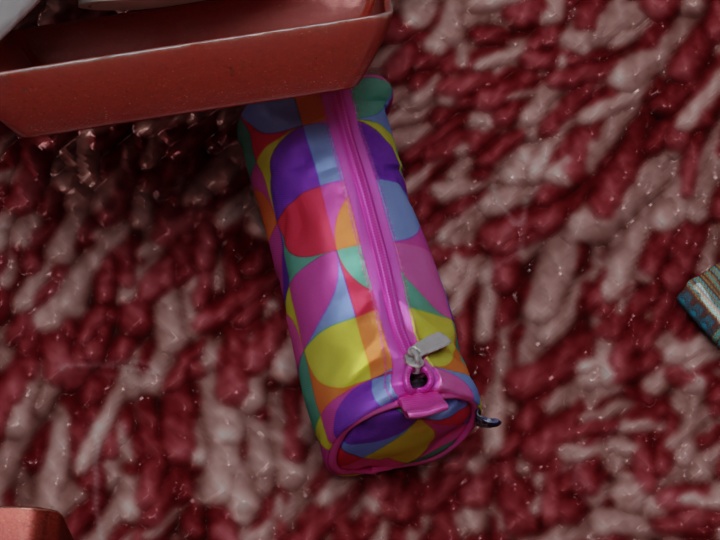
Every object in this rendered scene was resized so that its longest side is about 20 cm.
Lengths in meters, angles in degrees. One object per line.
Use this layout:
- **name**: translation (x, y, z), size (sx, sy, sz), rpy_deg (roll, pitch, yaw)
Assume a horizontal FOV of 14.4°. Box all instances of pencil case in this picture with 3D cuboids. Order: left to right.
- **pencil case**: translation (0.000, 0.000, 1.362), size (0.088, 0.089, 0.201), rpy_deg (-14, 62, -7)

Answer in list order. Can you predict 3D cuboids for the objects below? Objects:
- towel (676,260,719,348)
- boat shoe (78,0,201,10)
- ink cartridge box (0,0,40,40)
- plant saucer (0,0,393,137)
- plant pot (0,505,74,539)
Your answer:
- **towel**: translation (0.270, 0.041, 1.374), size (0.146, 0.022, 0.200), rpy_deg (-35, 67, -18)
- **boat shoe**: translation (-0.051, -0.174, 1.442), size (0.199, 0.075, 0.062), rpy_deg (-14, 99, -13)
- **ink cartridge box**: translation (-0.170, -0.197, 1.422), size (0.200, 0.146, 0.084), rpy_deg (-48, 110, -22)
- **plant saucer**: translation (-0.081, -0.103, 1.373), size (0.199, 0.200, 0.037), rpy_deg (-9, 100, 1)
- **plant pot**: translation (-0.218, 0.205, 1.201), size (0.199, 0.200, 0.177), rpy_deg (0, 73, 0)
